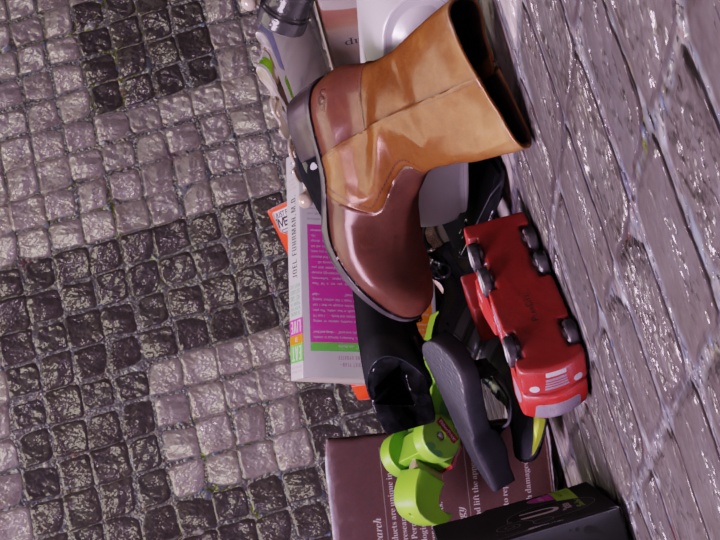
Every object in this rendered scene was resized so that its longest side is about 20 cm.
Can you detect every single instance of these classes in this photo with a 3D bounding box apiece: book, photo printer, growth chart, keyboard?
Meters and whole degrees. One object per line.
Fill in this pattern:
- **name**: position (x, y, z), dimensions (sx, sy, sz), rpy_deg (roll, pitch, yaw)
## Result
- **book**: position (0.000, 0.000, 1.235), dimensions (0.048, 0.133, 0.201), rpy_deg (-21, 67, 59)
- **photo printer**: position (0.037, -0.159, 1.039), dimensions (0.167, 0.069, 0.201), rpy_deg (-102, 6, -54)
- **growth chart**: position (-0.054, -0.167, 1.162), dimensions (0.145, 0.018, 0.201), rpy_deg (-64, -36, -53)
- **keyboard**: position (0.071, -0.065, 1.122), dimensions (0.200, 0.021, 0.127), rpy_deg (-107, 38, -60)

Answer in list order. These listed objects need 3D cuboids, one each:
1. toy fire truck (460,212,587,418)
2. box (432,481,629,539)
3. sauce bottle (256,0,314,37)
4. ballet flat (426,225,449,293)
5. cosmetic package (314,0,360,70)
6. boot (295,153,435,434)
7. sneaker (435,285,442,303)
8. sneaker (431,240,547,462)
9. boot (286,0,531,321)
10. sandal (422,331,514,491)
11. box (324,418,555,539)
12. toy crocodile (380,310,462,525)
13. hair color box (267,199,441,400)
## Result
- **toy fire truck**: position (0.113, 0.039, 0.974), dimensions (0.200, 0.049, 0.141), rpy_deg (-107, 1, -45)
- **box**: position (0.136, 0.262, 0.942), dimensions (0.149, 0.124, 0.201), rpy_deg (85, 168, -87)
- **sauce bottle**: position (-0.027, -0.268, 1.028), dimensions (0.066, 0.066, 0.201), rpy_deg (-106, 34, -53)
- **ballet flat**: position (0.078, -0.067, 1.222), dimensions (0.067, 0.068, 0.201), rpy_deg (-39, 65, 59)
- **cosmetic package**: position (0.008, -0.245, 1.188), dimensions (0.200, 0.103, 0.088), rpy_deg (72, -177, -68)
- **boot**: position (0.004, 0.008, 1.096), dimensions (0.165, 0.065, 0.201), rpy_deg (53, -156, -41)
- **sneaker**: position (0.095, 0.005, 1.347), dimensions (0.200, 0.076, 0.075), rpy_deg (57, 167, 2)
- **sneaker**: position (0.102, 0.063, 1.131), dimensions (0.074, 0.081, 0.201), rpy_deg (74, 180, -70)
- **boot**: position (0.050, -0.067, 0.929), dimensions (0.200, 0.068, 0.189), rpy_deg (-18, 90, 52)
- **sandal**: position (0.090, 0.100, 1.049), dimensions (0.076, 0.043, 0.200), rpy_deg (58, 176, 31)
- **box**: position (0.076, 0.225, 1.261), dimensions (0.166, 0.199, 0.165), rpy_deg (70, -167, -83)
- **toy crocodile**: position (0.065, 0.117, 1.167), dimensions (0.067, 0.062, 0.201), rpy_deg (-35, 34, 49)
- **hair color box**: position (0.006, 0.009, 1.297), dimensions (0.061, 0.101, 0.201), rpy_deg (-19, 99, 60)
